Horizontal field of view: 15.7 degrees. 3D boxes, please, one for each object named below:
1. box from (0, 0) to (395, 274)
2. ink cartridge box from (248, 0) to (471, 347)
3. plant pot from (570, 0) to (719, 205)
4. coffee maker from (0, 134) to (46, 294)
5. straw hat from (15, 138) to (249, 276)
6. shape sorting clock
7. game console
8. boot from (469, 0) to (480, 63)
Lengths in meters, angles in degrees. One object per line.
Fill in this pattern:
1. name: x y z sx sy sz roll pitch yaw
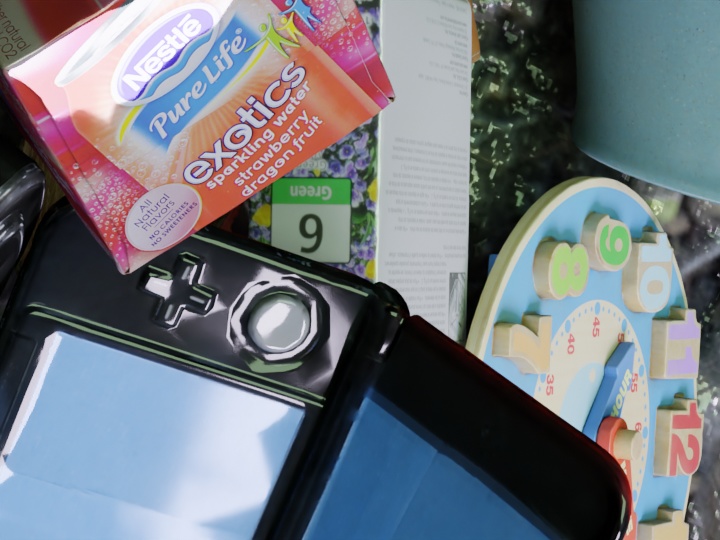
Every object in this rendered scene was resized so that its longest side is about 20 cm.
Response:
1. box: -0.087 -0.108 0.790 0.100 0.200 0.096 -32 137 -6
2. ink cartridge box: 0.000 0.000 0.896 0.050 0.109 0.201 2 90 18
3. plant pot: 0.164 -0.122 0.995 0.200 0.200 0.189 8 104 -25
4. coffee maker: -0.192 -0.054 0.775 0.200 0.135 0.192 40 90 1
5. straw hat: -0.080 -0.013 0.928 0.201 0.085 0.202 -1 92 -50
6. shape sorting clock: 0.088 0.065 0.996 0.200 0.039 0.201 -12 104 -62
7. game console: -0.043 0.103 0.789 0.172 0.119 0.200 19 105 -18
8. boot: 0.021 -0.151 0.985 0.200 0.074 0.155 -26 107 -10
